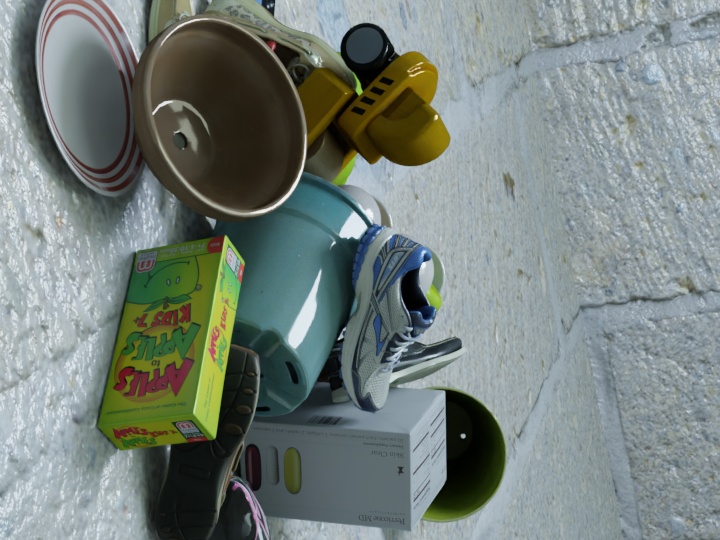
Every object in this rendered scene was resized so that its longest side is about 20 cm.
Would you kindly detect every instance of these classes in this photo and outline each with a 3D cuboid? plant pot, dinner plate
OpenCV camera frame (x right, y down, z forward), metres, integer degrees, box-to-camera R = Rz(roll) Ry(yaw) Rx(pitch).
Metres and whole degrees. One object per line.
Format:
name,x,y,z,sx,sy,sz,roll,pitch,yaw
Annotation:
plant pot,0.116,0.248,2.017,0.200,0.184,0.190,-40,121,-85
plant pot,-0.155,-0.139,1.374,0.199,0.092,0.204,17,64,-40
dinner plate,-0.256,-0.169,1.318,0.200,0.024,0.203,-9,90,-72
plant pot,-0.093,0.032,1.472,0.197,0.198,0.202,-68,145,-43

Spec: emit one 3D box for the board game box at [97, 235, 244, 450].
board game box,-0.177,0.067,1.327,0.048,0.100,0.202,59,29,-47

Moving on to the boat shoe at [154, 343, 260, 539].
boat shoe,-0.150,0.169,1.361,0.074,0.075,0.202,-9,120,-87

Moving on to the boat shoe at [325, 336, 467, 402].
boat shoe,0.043,0.095,1.581,0.198,0.072,0.068,-10,74,-39

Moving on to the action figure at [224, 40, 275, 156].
action figure,-0.122,-0.164,1.496,0.065,0.052,0.202,25,48,-33

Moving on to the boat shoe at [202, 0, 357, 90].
boat shoe,-0.097,-0.248,1.626,0.074,0.198,0.063,-55,-175,45

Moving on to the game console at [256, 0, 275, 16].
game console,-0.106,-0.397,1.699,0.200,0.117,0.175,52,35,-54

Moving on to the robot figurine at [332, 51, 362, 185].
robot figurine,-0.055,-0.184,1.756,0.176,0.114,0.202,69,22,-49

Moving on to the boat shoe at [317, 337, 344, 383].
boat shoe,-0.022,0.121,1.707,0.069,0.071,0.200,63,3,3

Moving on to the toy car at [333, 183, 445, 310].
toy car,0.000,0.000,1.641,0.200,0.150,0.175,43,4,9

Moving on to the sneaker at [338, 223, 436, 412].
sneaker,0.032,0.058,1.449,0.077,0.084,0.203,-31,131,-60

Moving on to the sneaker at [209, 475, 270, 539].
sneaker,-0.114,0.306,1.450,0.086,0.079,0.203,-44,130,-79

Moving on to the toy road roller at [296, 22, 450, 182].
toy road roller,0.009,-0.160,1.552,0.146,0.200,0.123,44,-1,23

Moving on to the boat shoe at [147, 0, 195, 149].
boat shoe,-0.183,-0.213,1.483,0.073,0.062,0.204,34,51,-64

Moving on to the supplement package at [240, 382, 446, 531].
supplement package,-0.017,0.203,1.559,0.156,0.197,0.113,-36,126,-68
